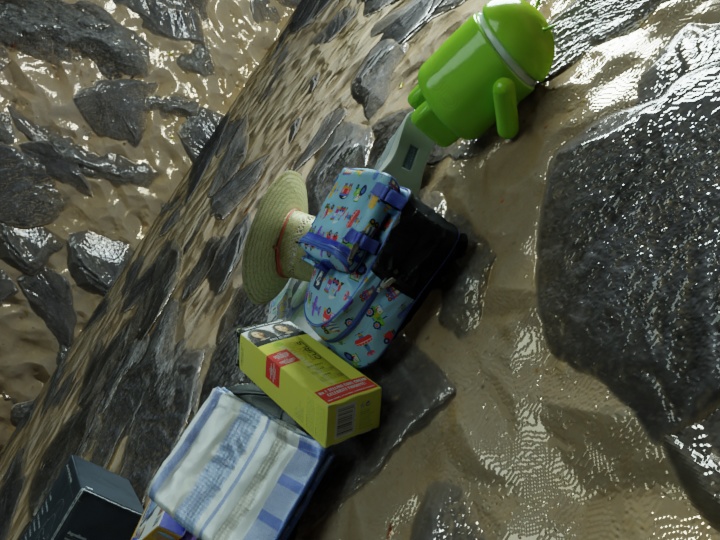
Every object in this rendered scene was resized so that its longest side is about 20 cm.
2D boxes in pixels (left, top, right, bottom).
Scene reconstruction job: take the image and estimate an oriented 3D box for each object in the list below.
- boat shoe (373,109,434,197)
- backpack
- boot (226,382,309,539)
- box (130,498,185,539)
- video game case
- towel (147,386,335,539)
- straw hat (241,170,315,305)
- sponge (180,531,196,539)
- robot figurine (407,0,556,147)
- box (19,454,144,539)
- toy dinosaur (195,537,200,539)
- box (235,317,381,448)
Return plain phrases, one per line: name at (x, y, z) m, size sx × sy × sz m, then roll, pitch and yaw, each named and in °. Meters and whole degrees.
boat shoe at (0.050, -0.128, 0.897) m, size 0.204 × 0.069 × 0.071 m, roll -65°, pitch 8°, yaw -16°
backpack at (0.000, 0.000, 0.742) m, size 0.202 × 0.133 × 0.182 m, roll -58°, pitch 24°, yaw 1°
boot at (-0.126, 0.234, 0.730) m, size 0.162 × 0.066 × 0.203 m, roll -11°, pitch 50°, yaw 34°
box at (-0.259, 0.319, 0.876) m, size 0.200 × 0.041 × 0.120 m, roll -49°, pitch 18°, yaw 44°
video game case at (-0.085, 0.062, 0.944) m, size 0.182 × 0.022 × 0.202 m, roll -39°, pitch 29°, yaw 31°
towel at (-0.134, 0.216, 0.685) m, size 0.197 × 0.024 × 0.148 m, roll 15°, pitch 63°, yaw 39°
straw hat at (-0.087, -0.035, 0.931) m, size 0.083 × 0.202 × 0.204 m, roll 16°, pitch 67°, yaw 17°
sponge at (-0.173, 0.288, 0.821) m, size 0.111 × 0.030 × 0.203 m, roll -12°, pitch 49°, yaw 55°
robot figurine at (0.150, -0.244, 0.784) m, size 0.199 × 0.115 × 0.178 m, roll -39°, pitch 36°, yaw 30°
box at (-0.469, 0.441, 1.051) m, size 0.199 × 0.123 × 0.199 m, roll 2°, pitch 62°, yaw 61°
toy dinosaur at (-0.181, 0.333, 0.711) m, size 0.197 × 0.048 × 0.088 m, roll -23°, pitch 33°, yaw -14°
box at (-0.064, 0.117, 0.709) m, size 0.199 × 0.074 × 0.051 m, roll 29°, pitch 121°, yaw 49°
